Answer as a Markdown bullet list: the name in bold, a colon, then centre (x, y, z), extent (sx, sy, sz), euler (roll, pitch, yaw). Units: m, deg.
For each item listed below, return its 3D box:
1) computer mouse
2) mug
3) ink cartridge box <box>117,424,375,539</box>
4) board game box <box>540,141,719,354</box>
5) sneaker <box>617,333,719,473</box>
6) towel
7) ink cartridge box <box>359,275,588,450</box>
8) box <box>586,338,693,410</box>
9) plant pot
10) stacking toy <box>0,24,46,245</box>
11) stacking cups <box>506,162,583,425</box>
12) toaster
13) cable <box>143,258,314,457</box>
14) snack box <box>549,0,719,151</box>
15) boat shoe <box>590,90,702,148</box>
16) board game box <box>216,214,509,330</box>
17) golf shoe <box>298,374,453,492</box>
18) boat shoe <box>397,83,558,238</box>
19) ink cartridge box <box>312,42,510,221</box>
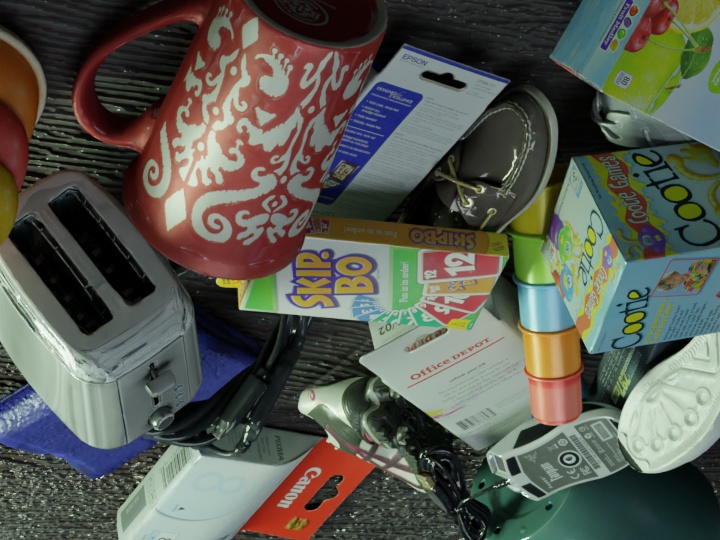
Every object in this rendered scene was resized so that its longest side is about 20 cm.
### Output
- **computer mouse**: centre (0.148, 0.157, 1.669), extent (0.199, 0.044, 0.110), euler (-25, 122, 23)
- **mug**: centre (-0.085, -0.110, 1.301), extent (0.177, 0.134, 0.200), euler (4, 137, -25)
- **ink cartridge box**: centre (-0.095, 0.205, 1.775), extent (0.199, 0.047, 0.160), euler (14, 135, -29)
- **board game box**: centre (0.248, -0.024, 1.435), extent (0.199, 0.103, 0.105), euler (-8, 141, -19)
- **sneaker**: centre (0.309, 0.085, 1.576), extent (0.146, 0.081, 0.200), euler (1, 134, -43)
- **towel**: centre (-0.186, 0.092, 1.605), extent (0.200, 0.050, 0.148), euler (-30, 148, 20)
- **ink cartridge box**: centre (0.088, 0.063, 1.631), extent (0.115, 0.068, 0.200), euler (-29, 142, 19)
- **box**: centre (0.277, 0.048, 1.630), extent (0.157, 0.051, 0.200), euler (-23, 154, -19)
- **plant pot**: centre (0.194, 0.221, 1.778), extent (0.200, 0.201, 0.161), euler (-35, 126, 27)
- **stacking toy**: centre (-0.264, -0.051, 1.256), extent (0.145, 0.201, 0.146), euler (-8, 143, -6)
- **stacking cups**: centre (0.139, 0.021, 1.520), extent (0.060, 0.061, 0.201), euler (-7, 112, -9)
- **toaster**: centre (-0.192, 0.018, 1.380), extent (0.113, 0.200, 0.129), euler (-33, 162, -20)
- **cable**: centre (-0.116, 0.035, 1.498), extent (0.163, 0.051, 0.201), euler (26, 96, -18)
- **snack box**: centre (0.249, -0.170, 1.324), extent (0.199, 0.068, 0.169), euler (19, 105, -39)
- **boat shoe**: centre (0.204, -0.117, 1.438), extent (0.068, 0.072, 0.200), euler (-35, 149, 19)
- **board game box**: centre (0.000, 0.000, 1.451), extent (0.199, 0.030, 0.096), euler (7, 142, -13)
- **golf shoe**: centre (0.022, 0.137, 1.721), extent (0.088, 0.078, 0.200), euler (2, 155, 26)
- **boat shoe**: centre (0.079, -0.057, 1.459), extent (0.059, 0.072, 0.200), euler (-22, 158, -37)
- **ink cartridge box**: centre (0.012, -0.095, 1.427), extent (0.094, 0.037, 0.200), euler (15, 138, -32)
